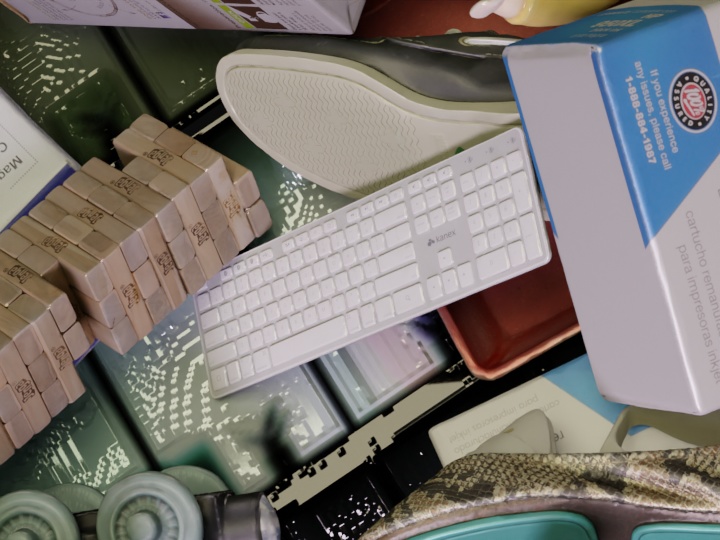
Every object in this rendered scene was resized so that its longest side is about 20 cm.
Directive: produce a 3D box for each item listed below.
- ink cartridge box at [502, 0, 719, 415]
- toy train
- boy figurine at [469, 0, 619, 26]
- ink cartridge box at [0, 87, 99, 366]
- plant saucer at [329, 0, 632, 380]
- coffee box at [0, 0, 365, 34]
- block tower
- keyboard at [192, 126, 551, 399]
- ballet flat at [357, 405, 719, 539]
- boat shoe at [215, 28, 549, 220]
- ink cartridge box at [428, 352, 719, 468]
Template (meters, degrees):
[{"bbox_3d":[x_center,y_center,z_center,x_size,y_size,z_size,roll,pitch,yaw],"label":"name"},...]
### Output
[{"bbox_3d":[0.174,-0.048,1.014,0.200,0.084,0.145,-21,100,-20],"label":"ink cartridge box"},{"bbox_3d":[-0.126,0.147,1.116,0.199,0.085,0.114,-9,87,10],"label":"toy train"},{"bbox_3d":[0.080,-0.150,1.057,0.200,0.064,0.125,25,73,-14],"label":"boy figurine"},{"bbox_3d":[-0.221,-0.003,1.193,0.200,0.043,0.196,43,89,21],"label":"ink cartridge box"},{"bbox_3d":[0.095,-0.080,1.133,0.200,0.037,0.200,-30,72,7],"label":"plant saucer"},{"bbox_3d":[-0.081,-0.170,1.132,0.200,0.080,0.115,5,69,40],"label":"coffee box"},{"bbox_3d":[-0.131,0.016,1.115,0.058,0.054,0.200,29,62,38],"label":"block tower"},{"bbox_3d":[0.000,0.000,1.100,0.200,0.011,0.056,-24,66,41],"label":"keyboard"},{"bbox_3d":[0.097,0.085,1.015,0.199,0.068,0.075,-4,54,8],"label":"ballet flat"},{"bbox_3d":[0.036,-0.068,1.102,0.199,0.072,0.068,10,43,23],"label":"boat shoe"},{"bbox_3d":[0.122,0.132,1.059,0.116,0.067,0.200,-26,72,7],"label":"ink cartridge box"}]
